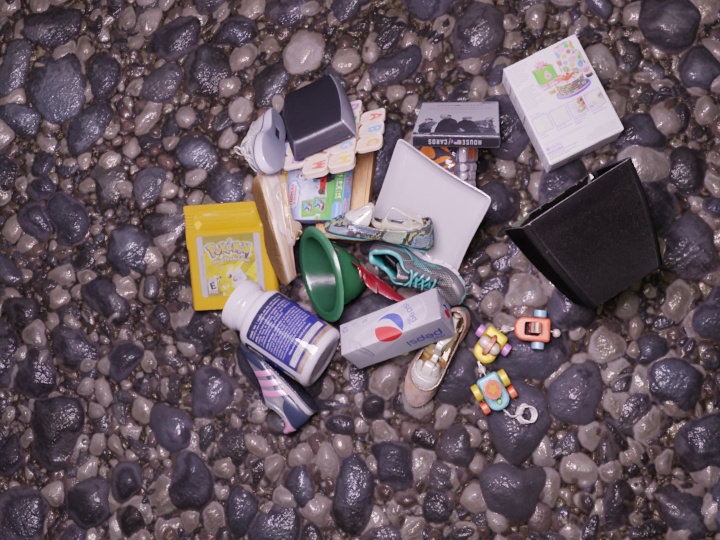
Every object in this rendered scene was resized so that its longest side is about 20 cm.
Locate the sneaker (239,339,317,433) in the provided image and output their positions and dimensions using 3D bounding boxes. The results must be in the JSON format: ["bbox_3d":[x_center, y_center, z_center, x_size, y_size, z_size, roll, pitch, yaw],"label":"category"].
[{"bbox_3d":[-0.172,0.213,1.265,0.082,0.070,0.200,-47,73,8],"label":"sneaker"}]

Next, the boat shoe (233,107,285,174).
[{"bbox_3d":[-0.192,-0.229,1.263,0.085,0.075,0.204,-25,37,16],"label":"boat shoe"}]

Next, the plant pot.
[{"bbox_3d":[0.384,-0.051,1.145,0.198,0.200,0.179,-33,89,4],"label":"plant pot"}]

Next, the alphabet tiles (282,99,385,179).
[{"bbox_3d":[-0.049,-0.243,1.251,0.192,0.015,0.202,-9,44,16],"label":"alphabet tiles"}]

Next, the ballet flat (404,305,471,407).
[{"bbox_3d":[0.133,0.151,1.219,0.067,0.067,0.203,26,88,11],"label":"ballet flat"}]

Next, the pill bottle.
[{"bbox_3d":[-0.145,0.108,1.227,0.198,0.116,0.117,32,89,13],"label":"pill bottle"}]

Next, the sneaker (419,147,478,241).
[{"bbox_3d":[0.153,-0.156,1.260,0.111,0.077,0.204,10,99,33],"label":"sneaker"}]

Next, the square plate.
[{"bbox_3d":[0.121,-0.105,1.217,0.197,0.028,0.202,36,133,18],"label":"square plate"}]

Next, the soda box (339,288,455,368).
[{"bbox_3d":[0.063,0.105,1.204,0.197,0.068,0.064,-22,50,21],"label":"soda box"}]

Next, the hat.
[{"bbox_3d":[0.000,0.000,1.273,0.174,0.165,0.204,-15,93,-27],"label":"hat"}]

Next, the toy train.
[{"bbox_3d":[0.269,0.163,1.199,0.147,0.056,0.204,9,84,11],"label":"toy train"}]

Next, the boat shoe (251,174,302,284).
[{"bbox_3d":[-0.140,-0.077,1.245,0.068,0.073,0.204,-18,104,-27],"label":"boat shoe"}]

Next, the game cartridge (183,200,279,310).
[{"bbox_3d":[-0.246,-0.028,1.302,0.173,0.032,0.204,-3,99,10],"label":"game cartridge"}]

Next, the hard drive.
[{"bbox_3d":[-0.083,-0.293,1.274,0.133,0.043,0.202,-22,41,7],"label":"hard drive"}]

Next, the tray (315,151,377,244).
[{"bbox_3d":[-0.027,-0.157,1.305,0.097,0.037,0.204,5,83,10],"label":"tray"}]

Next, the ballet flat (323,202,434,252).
[{"bbox_3d":[0.035,-0.085,1.199,0.196,0.074,0.076,8,84,-4],"label":"ballet flat"}]

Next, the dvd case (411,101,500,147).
[{"bbox_3d":[0.173,-0.262,1.214,0.147,0.201,0.025,2,119,10],"label":"dvd case"}]

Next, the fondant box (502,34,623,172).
[{"bbox_3d":[0.365,-0.303,1.243,0.142,0.058,0.203,-24,80,6],"label":"fondant box"}]

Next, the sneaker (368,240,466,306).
[{"bbox_3d":[0.094,0.007,1.219,0.198,0.091,0.078,33,125,17],"label":"sneaker"}]

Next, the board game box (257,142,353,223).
[{"bbox_3d":[-0.109,-0.167,1.296,0.197,0.036,0.154,2,82,27],"label":"board game box"}]
